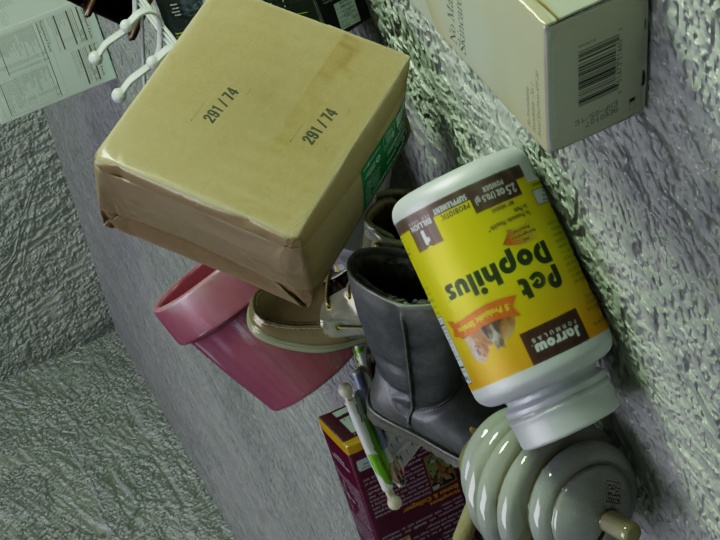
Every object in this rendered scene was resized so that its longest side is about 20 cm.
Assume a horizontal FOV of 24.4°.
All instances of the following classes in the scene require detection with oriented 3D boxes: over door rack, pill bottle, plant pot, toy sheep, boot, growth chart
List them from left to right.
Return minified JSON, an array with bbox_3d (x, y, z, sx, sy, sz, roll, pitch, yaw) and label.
[{"bbox_3d":[-0.184,-0.144,1.485,0.148,0.066,0.200,54,161,44],"label":"over door rack"},{"bbox_3d":[-0.104,0.051,1.884,0.179,0.200,0.200,52,168,-10],"label":"plant pot"},{"bbox_3d":[0.000,0.000,1.403,0.155,0.199,0.072,89,179,-54],"label":"boot"},{"bbox_3d":[0.036,0.106,1.532,0.018,0.200,0.145,-15,111,31],"label":"growth chart"},{"bbox_3d":[0.075,0.075,1.369,0.181,0.073,0.200,15,137,12],"label":"boot"},{"bbox_3d":[0.109,0.022,1.194,0.201,0.109,0.109,65,166,3],"label":"pill bottle"},{"bbox_3d":[0.144,0.171,1.273,0.200,0.138,0.138,23,137,51],"label":"toy sheep"}]

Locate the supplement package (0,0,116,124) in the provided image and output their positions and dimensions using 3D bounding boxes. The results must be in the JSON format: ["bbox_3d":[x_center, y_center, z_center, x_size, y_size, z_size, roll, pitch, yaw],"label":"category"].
[{"bbox_3d":[-0.524,-0.358,2.673,0.152,0.200,0.151,45,156,55],"label":"supplement package"}]

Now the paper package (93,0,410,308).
[{"bbox_3d":[-0.080,-0.099,1.323,0.190,0.200,0.104,23,150,14],"label":"paper package"}]

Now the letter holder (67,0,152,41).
[{"bbox_3d":[-0.215,-0.328,1.552,0.200,0.100,0.142,-64,16,9],"label":"letter holder"}]

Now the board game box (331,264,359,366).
[{"bbox_3d":[0.001,0.039,1.694,0.105,0.023,0.201,36,147,60],"label":"board game box"}]

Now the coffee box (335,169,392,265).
[{"bbox_3d":[-0.048,-0.067,1.534,0.200,0.079,0.115,171,111,-67],"label":"coffee box"}]

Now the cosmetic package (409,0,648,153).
[{"bbox_3d":[0.091,-0.176,1.017,0.200,0.073,0.104,52,161,40],"label":"cosmetic package"}]

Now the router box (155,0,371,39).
[{"bbox_3d":[-0.099,-0.262,1.415,0.200,0.062,0.150,-1,115,45],"label":"router box"}]

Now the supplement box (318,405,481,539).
[{"bbox_3d":[0.044,0.229,1.756,0.086,0.110,0.201,39,149,62],"label":"supplement box"}]
